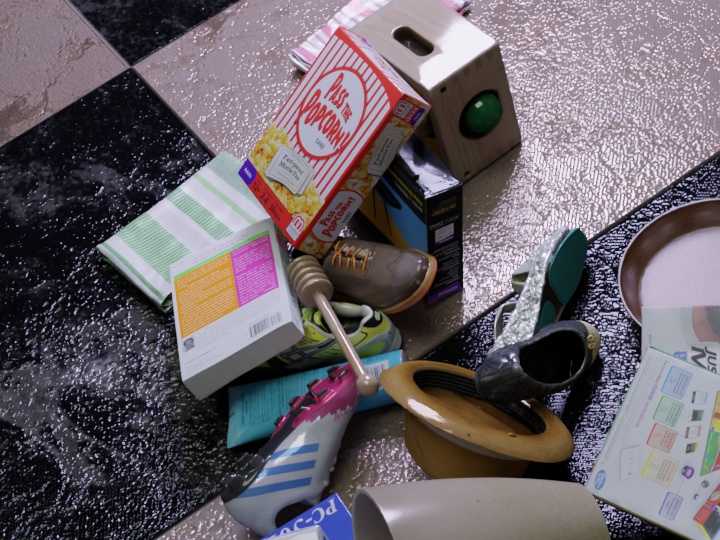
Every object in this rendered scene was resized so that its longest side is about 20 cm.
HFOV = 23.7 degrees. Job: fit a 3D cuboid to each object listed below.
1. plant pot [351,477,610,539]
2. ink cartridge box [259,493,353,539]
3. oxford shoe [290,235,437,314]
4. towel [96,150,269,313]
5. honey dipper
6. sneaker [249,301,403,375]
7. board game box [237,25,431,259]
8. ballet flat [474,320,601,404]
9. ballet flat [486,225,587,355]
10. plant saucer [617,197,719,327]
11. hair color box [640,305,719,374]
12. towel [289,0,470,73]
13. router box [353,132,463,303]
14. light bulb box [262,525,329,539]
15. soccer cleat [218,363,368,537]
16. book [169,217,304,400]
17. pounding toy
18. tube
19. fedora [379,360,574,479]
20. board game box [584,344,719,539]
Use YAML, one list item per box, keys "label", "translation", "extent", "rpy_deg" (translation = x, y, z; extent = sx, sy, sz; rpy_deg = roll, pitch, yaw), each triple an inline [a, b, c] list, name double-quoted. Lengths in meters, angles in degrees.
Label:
- label: "plant pot"
  translation: [0.115, 0.260, 1.530]
  extent: [0.200, 0.187, 0.187]
  rpy_deg: [-14, 45, -15]
- label: "ink cartridge box"
  translation: [-0.082, 0.304, 1.628]
  extent: [0.200, 0.044, 0.094]
  rpy_deg: [-30, 49, -9]
- label: "oxford shoe"
  translation: [0.000, 0.000, 1.801]
  extent: [0.200, 0.073, 0.071]
  rpy_deg: [-1, 65, 51]
- label: "towel"
  translation: [-0.191, -0.049, 1.990]
  extent: [0.200, 0.023, 0.153]
  rpy_deg: [-40, 49, -17]
- label: "honey dipper"
  translation: [-0.025, 0.059, 1.722]
  extent: [0.038, 0.038, 0.200]
  rpy_deg: [-25, 45, -4]
- label: "sneaker"
  translation: [-0.058, 0.062, 1.811]
  extent: [0.200, 0.076, 0.075]
  rpy_deg: [-5, 50, 16]
- label: "board game box"
  translation: [-0.031, -0.136, 1.809]
  extent: [0.200, 0.046, 0.152]
  rpy_deg: [-54, 43, 14]
- label: "ballet flat"
  translation: [0.184, 0.090, 1.666]
  extent: [0.057, 0.067, 0.200]
  rpy_deg: [-18, 1, 39]
- label: "ballet flat"
  translation: [0.176, 0.029, 1.767]
  extent: [0.072, 0.072, 0.200]
  rpy_deg: [7, 51, 24]
- label: "plant saucer"
  translation: [0.364, 0.010, 1.746]
  extent: [0.200, 0.035, 0.200]
  rpy_deg: [-10, 47, 11]
- label: "hair color box"
  translation: [0.369, 0.091, 1.628]
  extent: [0.200, 0.064, 0.111]
  rpy_deg: [-2, 75, 16]
- label: "towel"
  translation: [0.025, -0.299, 2.133]
  extent: [0.146, 0.030, 0.200]
  rpy_deg: [27, 62, 34]
- label: "router box"
  translation: [0.042, -0.083, 1.852]
  extent: [0.051, 0.149, 0.200]
  rpy_deg: [-22, 45, -19]
- label: "light bulb box"
  translation: [-0.056, 0.351, 1.448]
  extent: [0.125, 0.198, 0.200]
  rpy_deg: [-15, 60, 4]
- label: "soccer cleat"
  translation: [-0.052, 0.180, 1.706]
  extent: [0.200, 0.086, 0.070]
  rpy_deg: [-46, 14, -14]
- label: "book"
  translation: [-0.132, 0.034, 1.822]
  extent: [0.134, 0.048, 0.200]
  rpy_deg: [-30, 33, 12]
- label: "pounding toy"
  translation: [0.079, -0.196, 1.918]
  extent: [0.142, 0.184, 0.200]
  rpy_deg: [-36, 49, -14]
- label: "tube"
  translation: [-0.045, 0.129, 1.771]
  extent: [0.200, 0.050, 0.078]
  rpy_deg: [-14, 42, 11]
- label: "fedora"
  translation: [0.103, 0.158, 1.644]
  extent: [0.200, 0.082, 0.201]
  rpy_deg: [18, 15, -5]
- label: "board game box"
  translation: [0.324, 0.176, 1.557]
  extent: [0.200, 0.040, 0.153]
  rpy_deg: [23, 85, 27]
